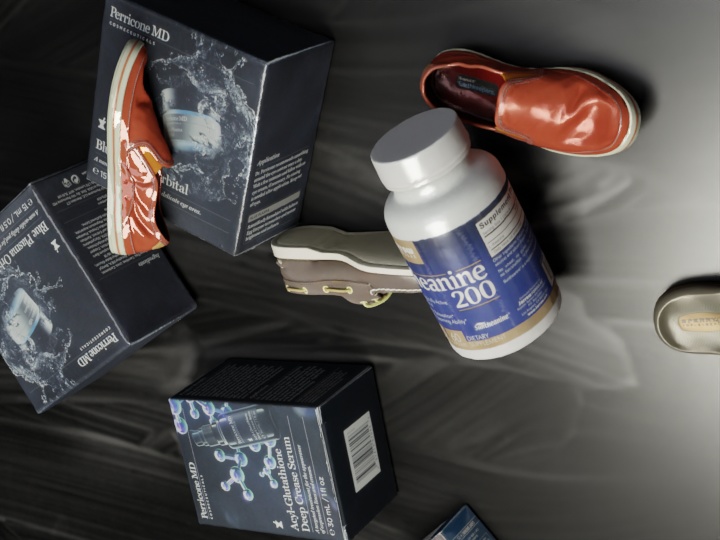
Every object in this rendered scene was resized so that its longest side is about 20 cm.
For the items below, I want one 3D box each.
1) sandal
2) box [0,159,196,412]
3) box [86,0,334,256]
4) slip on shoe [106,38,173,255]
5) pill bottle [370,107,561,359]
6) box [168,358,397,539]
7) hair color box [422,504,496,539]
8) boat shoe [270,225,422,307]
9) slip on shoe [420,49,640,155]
[{"bbox_3d":[0.325,0.037,1.078,0.198,0.054,0.083,-5,106,35],"label":"sandal"},{"bbox_3d":[-0.319,0.016,1.458,0.196,0.117,0.201,-33,90,38],"label":"box"},{"bbox_3d":[-0.150,-0.154,1.282,0.195,0.117,0.202,26,120,23],"label":"box"},{"bbox_3d":[-0.202,-0.112,1.226,0.060,0.074,0.203,1,107,-3],"label":"slip on shoe"},{"bbox_3d":[0.088,-0.032,1.142,0.110,0.111,0.201,-10,121,36],"label":"pill bottle"},{"bbox_3d":[-0.080,0.183,1.380,0.198,0.107,0.150,-1,109,35],"label":"box"},{"bbox_3d":[0.130,0.348,1.335,0.200,0.060,0.100,49,128,7],"label":"hair color box"},{"bbox_3d":[0.000,0.000,1.275,0.198,0.072,0.060,7,119,36],"label":"boat shoe"},{"bbox_3d":[0.138,-0.139,1.119,0.198,0.061,0.075,20,117,25],"label":"slip on shoe"}]
